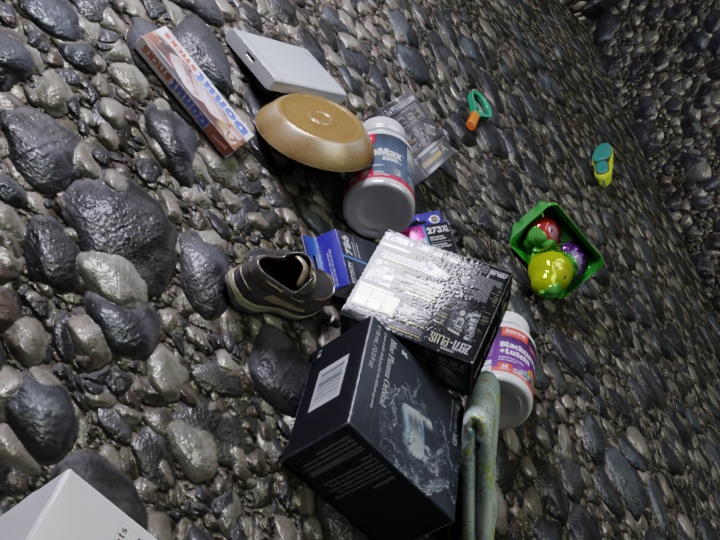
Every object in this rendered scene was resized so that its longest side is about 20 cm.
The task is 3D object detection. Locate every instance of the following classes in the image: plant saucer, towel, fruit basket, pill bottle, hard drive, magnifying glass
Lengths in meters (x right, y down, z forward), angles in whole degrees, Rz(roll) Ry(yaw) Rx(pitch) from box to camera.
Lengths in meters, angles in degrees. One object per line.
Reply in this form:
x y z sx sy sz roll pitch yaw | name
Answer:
-0.066 -0.225 1.380 0.197 0.036 0.202 16 34 -11 | plant saucer
0.169 0.262 1.223 0.171 0.047 0.204 -54 143 -73 | towel
0.422 -0.028 1.911 0.216 0.155 0.216 46 14 -15 | fruit basket
0.032 -0.162 1.471 0.119 0.119 0.202 37 35 -29 | pill bottle
-0.122 -0.340 1.477 0.132 0.027 0.199 51 26 21 | hard drive
0.239 0.160 1.479 0.112 0.111 0.201 46 31 -17 | pill bottle
0.284 -0.387 2.154 0.080 0.022 0.201 50 31 -13 | magnifying glass

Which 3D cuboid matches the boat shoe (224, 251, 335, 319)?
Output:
-0.090 0.018 1.167 0.199 0.073 0.075 -1 62 -56 | boat shoe

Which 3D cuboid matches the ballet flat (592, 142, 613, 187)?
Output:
0.766 -0.327 2.777 0.201 0.066 0.068 -68 140 -52 | ballet flat

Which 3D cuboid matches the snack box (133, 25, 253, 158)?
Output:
-0.236 -0.255 1.260 0.201 0.024 0.072 51 29 -10 | snack box

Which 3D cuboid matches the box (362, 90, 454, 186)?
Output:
0.098 -0.260 1.732 0.159 0.048 0.200 54 30 -6 | box

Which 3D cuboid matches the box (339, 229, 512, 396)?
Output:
0.093 0.056 1.233 0.197 0.087 0.165 19 55 16 | box

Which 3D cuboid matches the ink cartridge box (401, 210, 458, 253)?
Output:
0.117 -0.024 1.489 0.037 0.093 0.202 91 -13 -54 | ink cartridge box

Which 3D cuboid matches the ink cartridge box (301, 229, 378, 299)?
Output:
0.000 0.000 1.345 0.198 0.039 0.101 16 50 -45 | ink cartridge box

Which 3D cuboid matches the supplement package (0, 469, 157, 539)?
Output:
-0.211 0.280 0.692 0.200 0.121 0.120 45 32 -18 | supplement package

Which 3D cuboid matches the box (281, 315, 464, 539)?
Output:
0.025 0.204 1.119 0.200 0.117 0.198 45 32 -21 | box
